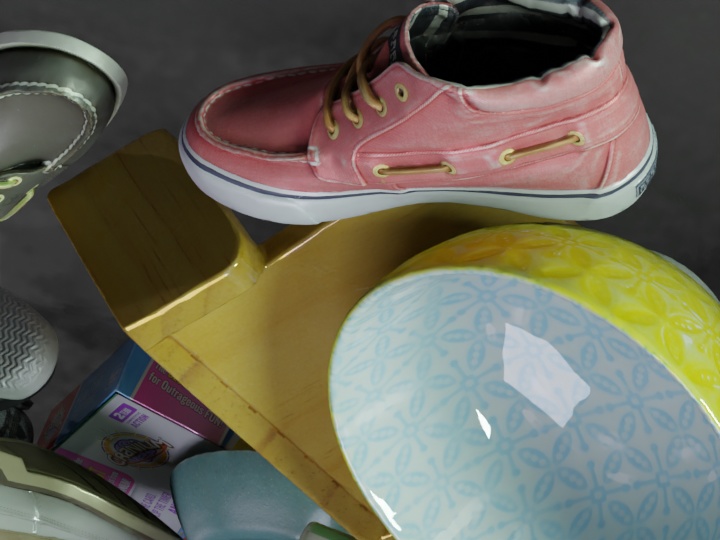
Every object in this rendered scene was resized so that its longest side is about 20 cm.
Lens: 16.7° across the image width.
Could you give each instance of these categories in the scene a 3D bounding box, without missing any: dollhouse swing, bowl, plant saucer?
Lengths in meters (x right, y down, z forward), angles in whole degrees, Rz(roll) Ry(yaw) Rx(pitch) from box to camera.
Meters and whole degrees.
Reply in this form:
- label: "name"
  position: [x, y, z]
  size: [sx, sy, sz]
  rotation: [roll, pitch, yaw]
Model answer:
- label: "dollhouse swing"
  position: [0.000, 0.000, 1.125]
  size: [0.200, 0.176, 0.182]
  rotation: [44, -175, -37]
- label: "bowl"
  position: [0.096, 0.052, 1.013]
  size: [0.199, 0.108, 0.201]
  rotation: [22, 136, 23]
- label: "plant saucer"
  position: [-0.013, 0.158, 1.305]
  size: [0.199, 0.036, 0.200]
  rotation: [16, 153, 8]

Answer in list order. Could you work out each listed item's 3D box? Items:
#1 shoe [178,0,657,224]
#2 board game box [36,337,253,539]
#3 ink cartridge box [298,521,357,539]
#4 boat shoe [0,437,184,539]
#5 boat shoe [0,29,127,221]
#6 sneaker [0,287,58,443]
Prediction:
- label: "shoe"
  position: [0.014, -0.071, 0.963]
  size: [0.199, 0.072, 0.091]
  rotation: [3, 146, 19]
- label: "board game box"
  position: [-0.068, 0.117, 1.360]
  size: [0.199, 0.041, 0.153]
  rotation: [29, 150, -15]
- label: "ink cartridge box"
  position: [0.033, 0.218, 1.230]
  size: [0.144, 0.088, 0.200]
  rotation: [19, 156, 17]
- label: "boat shoe"
  position: [-0.178, 0.129, 1.276]
  size: [0.199, 0.069, 0.075]
  rotation: [29, 180, -42]
- label: "boat shoe"
  position: [-0.175, -0.053, 1.118]
  size: [0.072, 0.061, 0.201]
  rotation: [35, 148, -25]
- label: "sneaker"
  position: [-0.208, 0.068, 1.341]
  size: [0.199, 0.076, 0.114]
  rotation: [-9, 146, 43]
